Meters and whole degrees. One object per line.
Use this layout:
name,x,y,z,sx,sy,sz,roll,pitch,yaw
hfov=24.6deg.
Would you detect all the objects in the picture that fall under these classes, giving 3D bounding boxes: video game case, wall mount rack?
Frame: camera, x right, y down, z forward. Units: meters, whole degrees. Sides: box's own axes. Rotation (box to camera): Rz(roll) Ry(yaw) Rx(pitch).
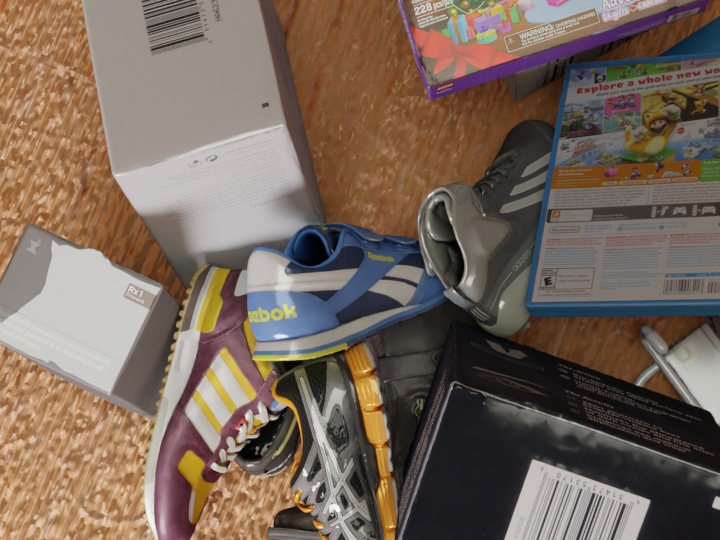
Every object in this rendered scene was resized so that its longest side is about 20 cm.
video game case,0.195,-0.060,1.121,0.141,0.018,0.202,-2,59,26
wall mount rack,0.297,0.078,1.184,0.199,0.075,0.175,-37,81,-1

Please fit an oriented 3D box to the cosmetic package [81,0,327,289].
cosmetic package,-0.109,-0.125,1.159,0.121,0.200,0.202,-15,66,4

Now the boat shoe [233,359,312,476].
boat shoe,-0.059,0.050,1.221,0.071,0.061,0.204,7,83,5

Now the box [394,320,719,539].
box,0.132,0.133,1.065,0.194,0.200,0.119,19,100,1

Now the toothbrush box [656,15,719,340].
toothbrush box,0.261,-0.065,1.159,0.146,0.086,0.201,-33,50,-1

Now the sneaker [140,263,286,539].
sneaker,-0.093,0.099,1.151,0.089,0.075,0.203,11,87,8

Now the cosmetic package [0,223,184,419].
cosmetic package,-0.184,0.041,1.161,0.106,0.200,0.091,24,84,8

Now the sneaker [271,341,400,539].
sneaker,-0.010,0.153,1.122,0.076,0.078,0.203,-9,89,1

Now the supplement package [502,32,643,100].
supplement package,0.157,-0.265,1.205,0.198,0.147,0.193,-27,81,0

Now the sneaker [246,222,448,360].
sneaker,0.000,0.000,1.142,0.073,0.199,0.083,-10,99,45

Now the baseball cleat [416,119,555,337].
baseball cleat,0.096,-0.051,1.170,0.106,0.070,0.202,34,42,-25

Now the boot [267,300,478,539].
boot,0.014,0.106,1.212,0.197,0.069,0.176,-13,78,-5

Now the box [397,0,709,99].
box,0.118,-0.211,1.106,0.198,0.039,0.139,-18,82,1
